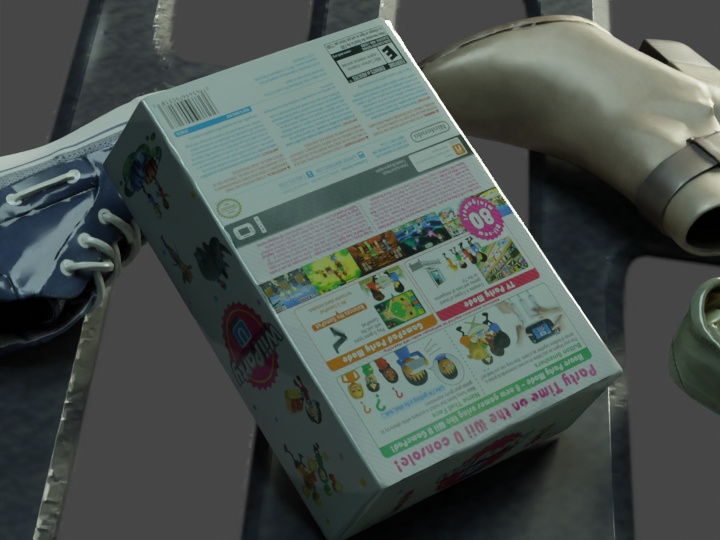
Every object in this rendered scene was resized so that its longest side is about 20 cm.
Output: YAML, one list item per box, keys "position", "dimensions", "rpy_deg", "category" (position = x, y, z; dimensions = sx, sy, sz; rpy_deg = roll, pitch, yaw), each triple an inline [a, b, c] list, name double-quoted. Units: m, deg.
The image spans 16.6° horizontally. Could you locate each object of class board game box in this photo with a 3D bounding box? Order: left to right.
- position: [0.000, 0.000, 1.093]
  dimensions: [0.147, 0.064, 0.201]
  rpy_deg: [-22, 72, -36]
  category: "board game box"

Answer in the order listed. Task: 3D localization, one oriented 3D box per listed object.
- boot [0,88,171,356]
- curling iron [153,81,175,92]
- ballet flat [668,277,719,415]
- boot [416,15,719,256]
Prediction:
- position: [-0.123, -0.015, 1.137]
  dimensions: [0.199, 0.073, 0.091]
  rpy_deg: [-19, 48, -7]
  category: "boot"
- position: [-0.061, -0.044, 1.224]
  dimensions: [0.025, 0.050, 0.200]
  rpy_deg: [-31, 42, -12]
  category: "curling iron"
- position: [0.226, 0.067, 1.119]
  dimensions: [0.199, 0.064, 0.067]
  rpy_deg: [32, 42, 26]
  category: "ballet flat"
- position: [0.139, -0.064, 1.269]
  dimensions: [0.199, 0.071, 0.147]
  rpy_deg: [-8, 42, -21]
  category: "boot"
